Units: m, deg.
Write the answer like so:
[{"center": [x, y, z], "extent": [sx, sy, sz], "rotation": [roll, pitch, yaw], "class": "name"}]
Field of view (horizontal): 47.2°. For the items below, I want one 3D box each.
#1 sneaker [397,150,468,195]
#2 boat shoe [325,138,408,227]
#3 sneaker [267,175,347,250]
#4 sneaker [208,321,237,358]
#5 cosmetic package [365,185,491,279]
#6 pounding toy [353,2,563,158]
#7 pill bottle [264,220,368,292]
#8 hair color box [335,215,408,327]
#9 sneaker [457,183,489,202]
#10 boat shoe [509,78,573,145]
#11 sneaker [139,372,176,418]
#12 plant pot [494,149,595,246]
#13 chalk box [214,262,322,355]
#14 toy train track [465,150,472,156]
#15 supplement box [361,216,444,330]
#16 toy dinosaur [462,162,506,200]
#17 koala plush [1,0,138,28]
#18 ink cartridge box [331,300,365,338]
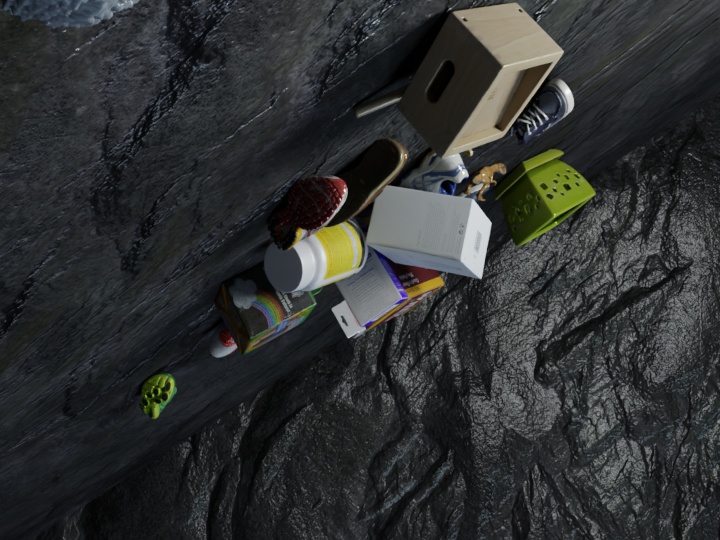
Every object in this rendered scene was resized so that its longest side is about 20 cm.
[{"center": [0.139, -0.170, 1.622], "extent": [0.074, 0.089, 0.200], "rotation": [-29, 174, -28], "class": "sneaker"}, {"center": [0.004, -0.140, 1.377], "extent": [0.199, 0.073, 0.067], "rotation": [-39, 167, 22], "class": "boat shoe"}, {"center": [-0.078, -0.104, 1.326], "extent": [0.081, 0.079, 0.199], "rotation": [-29, 180, -37], "class": "sneaker"}, {"center": [-0.278, 0.122, 1.821], "extent": [0.200, 0.068, 0.108], "rotation": [-38, 169, 10], "class": "sneaker"}, {"center": [0.139, -0.075, 1.626], "extent": [0.195, 0.126, 0.199], "rotation": [10, 173, 20], "class": "cosmetic package"}, {"center": [0.128, -0.252, 1.108], "extent": [0.182, 0.143, 0.201], "rotation": [-24, 157, -44], "class": "pounding toy"}, {"center": [-0.083, -0.027, 1.545], "extent": [0.114, 0.116, 0.198], "rotation": [-38, 169, 35], "class": "pill bottle"}, {"center": [0.000, 0.000, 1.684], "extent": [0.108, 0.203, 0.065], "rotation": [-33, 172, 15], "class": "hair color box"}, {"center": [0.271, -0.150, 2.178], "extent": [0.199, 0.086, 0.075], "rotation": [-37, 169, 25], "class": "sneaker"}, {"center": [0.362, -0.312, 1.667], "extent": [0.092, 0.075, 0.200], "rotation": [-38, 172, -7], "class": "boat shoe"}, {"center": [-0.492, 0.291, 2.019], "extent": [0.084, 0.074, 0.200], "rotation": [-56, -176, -38], "class": "sneaker"}, {"center": [0.506, -0.215, 2.325], "extent": [0.196, 0.184, 0.200], "rotation": [-25, 169, -33], "class": "plant pot"}, {"center": [-0.173, 0.057, 1.645], "extent": [0.197, 0.127, 0.124], "rotation": [-26, 169, -26], "class": "chalk box"}, {"center": [0.194, -0.231, 1.667], "extent": [0.113, 0.033, 0.200], "rotation": [-26, 170, -34], "class": "toy train track"}, {"center": [0.053, -0.005, 1.839], "extent": [0.132, 0.203, 0.196], "rotation": [-36, 170, 29], "class": "supplement box"}, {"center": [0.290, -0.224, 2.007], "extent": [0.199, 0.060, 0.108], "rotation": [-29, 148, -54], "class": "toy dinosaur"}, {"center": [-0.083, -0.239, 0.328], "extent": [0.200, 0.178, 0.183], "rotation": [-41, 178, 44], "class": "koala plush"}, {"center": [0.003, 0.137, 2.675], "extent": [0.197, 0.118, 0.068], "rotation": [-27, 169, -25], "class": "ink cartridge box"}]
